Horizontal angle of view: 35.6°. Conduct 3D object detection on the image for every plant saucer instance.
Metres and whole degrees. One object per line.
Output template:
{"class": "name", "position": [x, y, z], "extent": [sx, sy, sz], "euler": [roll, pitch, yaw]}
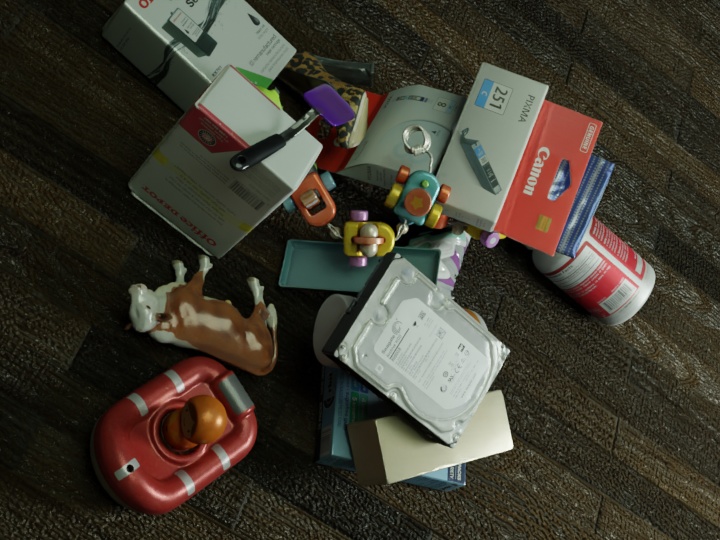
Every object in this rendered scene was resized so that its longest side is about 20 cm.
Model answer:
{"class": "plant saucer", "position": [0.000, 0.000, 1.401], "extent": [0.198, 0.019, 0.070], "euler": [4, 60, 11]}

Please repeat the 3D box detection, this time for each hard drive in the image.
{"class": "hard drive", "position": [0.068, 0.092, 1.280], "extent": [0.200, 0.038, 0.140], "euler": [40, 74, -24]}

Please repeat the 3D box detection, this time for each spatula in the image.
{"class": "spatula", "position": [-0.075, -0.154, 1.231], "extent": [0.057, 0.021, 0.200], "euler": [44, 50, 7]}

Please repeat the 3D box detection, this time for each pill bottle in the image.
{"class": "pill bottle", "position": [0.327, -0.019, 1.646], "extent": [0.200, 0.112, 0.113], "euler": [38, 54, -15]}
{"class": "pill bottle", "position": [0.048, 0.087, 1.354], "extent": [0.198, 0.112, 0.113], "euler": [12, 64, -29]}

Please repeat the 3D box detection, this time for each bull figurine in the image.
{"class": "bull figurine", "position": [-0.181, 0.050, 1.298], "extent": [0.199, 0.065, 0.122], "euler": [30, 51, -25]}

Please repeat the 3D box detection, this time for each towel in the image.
{"class": "towel", "position": [0.214, -0.120, 1.450], "extent": [0.199, 0.024, 0.146], "euler": [26, 74, 7]}

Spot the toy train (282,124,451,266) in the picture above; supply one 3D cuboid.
{"class": "toy train", "position": [0.010, -0.089, 1.359], "extent": [0.199, 0.056, 0.151], "euler": [-25, 97, 3]}

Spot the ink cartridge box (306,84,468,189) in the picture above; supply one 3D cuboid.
{"class": "ink cartridge box", "position": [0.027, -0.189, 1.488], "extent": [0.198, 0.047, 0.161], "euler": [19, 55, 14]}

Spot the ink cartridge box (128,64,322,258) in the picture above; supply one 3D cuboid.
{"class": "ink cartridge box", "position": [-0.161, -0.121, 1.301], "extent": [0.145, 0.200, 0.084], "euler": [40, 50, -14]}

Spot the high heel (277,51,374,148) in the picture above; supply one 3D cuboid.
{"class": "high heel", "position": [-0.059, -0.218, 1.458], "extent": [0.141, 0.072, 0.201], "euler": [5, 39, 3]}

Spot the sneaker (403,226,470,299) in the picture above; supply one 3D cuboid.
{"class": "sneaker", "position": [0.102, 0.025, 1.508], "extent": [0.200, 0.077, 0.141], "euler": [-30, 109, -51]}

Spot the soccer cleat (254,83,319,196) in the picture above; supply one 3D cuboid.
{"class": "soccer cleat", "position": [-0.108, -0.140, 1.389], "extent": [0.081, 0.067, 0.201], "euler": [-63, 146, -28]}

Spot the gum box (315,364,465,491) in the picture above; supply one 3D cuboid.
{"class": "gum box", "position": [0.043, 0.174, 1.411], "extent": [0.199, 0.044, 0.171], "euler": [18, 61, -28]}

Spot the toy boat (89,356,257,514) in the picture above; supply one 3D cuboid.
{"class": "toy boat", "position": [-0.188, 0.170, 1.200], "extent": [0.199, 0.131, 0.131], "euler": [-33, 90, -39]}

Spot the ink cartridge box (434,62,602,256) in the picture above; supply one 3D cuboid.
{"class": "ink cartridge box", "position": [0.200, -0.143, 1.426], "extent": [0.175, 0.045, 0.201], "euler": [21, 76, 5]}

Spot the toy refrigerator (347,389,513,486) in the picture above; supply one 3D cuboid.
{"class": "toy refrigerator", "position": [0.085, 0.202, 1.358], "extent": [0.199, 0.070, 0.077], "euler": [-9, 84, -35]}

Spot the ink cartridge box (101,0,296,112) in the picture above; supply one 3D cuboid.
{"class": "ink cartridge box", "position": [-0.203, -0.289, 1.417], "extent": [0.200, 0.083, 0.147], "euler": [41, 53, -13]}

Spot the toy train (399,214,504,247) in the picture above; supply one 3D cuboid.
{"class": "toy train", "position": [0.143, -0.096, 1.512], "extent": [0.149, 0.056, 0.200], "euler": [28, 29, 24]}
